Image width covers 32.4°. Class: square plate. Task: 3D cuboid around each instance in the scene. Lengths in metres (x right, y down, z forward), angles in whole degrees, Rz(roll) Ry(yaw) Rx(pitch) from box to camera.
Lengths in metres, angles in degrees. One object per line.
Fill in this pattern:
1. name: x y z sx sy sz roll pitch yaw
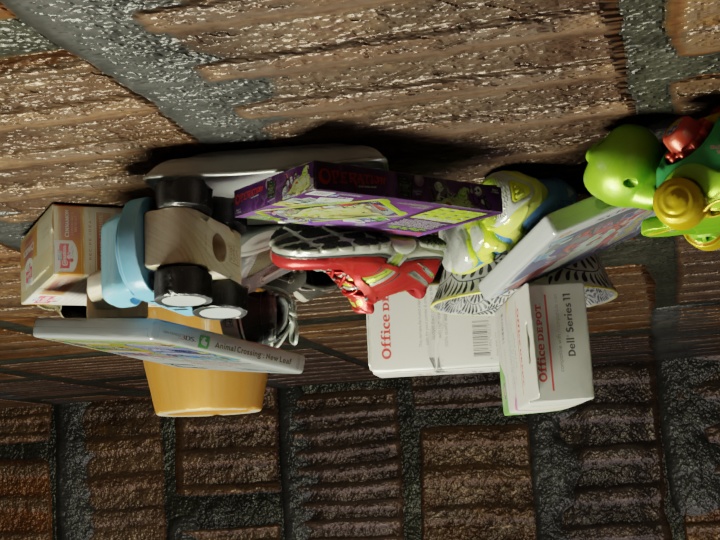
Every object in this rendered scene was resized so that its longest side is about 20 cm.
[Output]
1. square plate: -0.071 -0.075 1.090 0.200 0.029 0.198 -4 170 4

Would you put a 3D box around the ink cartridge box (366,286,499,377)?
1. ink cartridge box: 0.111 0.053 1.523 0.200 0.147 0.083 -4 170 9

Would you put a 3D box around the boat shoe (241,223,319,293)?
1. boat shoe: -0.076 -0.017 1.230 0.074 0.065 0.202 -1 -172 30

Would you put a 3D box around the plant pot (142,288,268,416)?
1. plant pot: -0.182 0.078 1.472 0.200 0.184 0.200 -3 170 -1

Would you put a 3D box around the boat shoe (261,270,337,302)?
1. boat shoe: -0.072 -0.006 1.393 0.057 0.067 0.200 -22 167 12

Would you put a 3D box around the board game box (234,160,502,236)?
1. board game box: 0.008 -0.058 1.051 0.200 0.032 0.120 5 164 -38

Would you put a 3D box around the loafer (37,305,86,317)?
1. loafer: -0.342 0.028 1.477 0.076 0.068 0.200 3 168 -29

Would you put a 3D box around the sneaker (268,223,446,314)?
1. sneaker: 0.000 0.000 1.153 0.200 0.085 0.077 2 -160 -40

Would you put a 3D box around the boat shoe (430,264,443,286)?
1. boat shoe: 0.027 -0.003 1.392 0.200 0.074 0.066 7 161 -44

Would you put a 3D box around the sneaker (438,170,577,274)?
1. sneaker: 0.147 -0.042 1.207 0.105 0.076 0.200 -1 169 -15

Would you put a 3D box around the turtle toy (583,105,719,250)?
1. turtle toy: 0.274 -0.076 0.974 0.200 0.101 0.146 -7 169 25

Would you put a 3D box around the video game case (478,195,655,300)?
1. video game case: 0.217 -0.040 1.147 0.182 0.023 0.200 -22 169 -17

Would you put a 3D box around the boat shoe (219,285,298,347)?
1. boat shoe: -0.099 0.049 1.291 0.068 0.074 0.199 -6 168 2

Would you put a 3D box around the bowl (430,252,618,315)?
1. bowl: 0.172 -0.010 1.336 0.200 0.094 0.201 -3 169 -1

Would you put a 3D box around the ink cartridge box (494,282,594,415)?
1. ink cartridge box: 0.185 0.079 1.239 0.067 0.117 0.200 -4 170 -3

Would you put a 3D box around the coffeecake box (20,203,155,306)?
1. coffeecake box: -0.233 -0.011 1.270 0.200 0.073 0.153 2 168 -26

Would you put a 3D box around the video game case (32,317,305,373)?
1. video game case: -0.185 0.072 1.192 0.200 0.022 0.182 -2 166 45

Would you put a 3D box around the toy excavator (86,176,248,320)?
1. toy excavator: -0.189 -0.001 1.085 0.200 0.100 0.194 -7 165 20
